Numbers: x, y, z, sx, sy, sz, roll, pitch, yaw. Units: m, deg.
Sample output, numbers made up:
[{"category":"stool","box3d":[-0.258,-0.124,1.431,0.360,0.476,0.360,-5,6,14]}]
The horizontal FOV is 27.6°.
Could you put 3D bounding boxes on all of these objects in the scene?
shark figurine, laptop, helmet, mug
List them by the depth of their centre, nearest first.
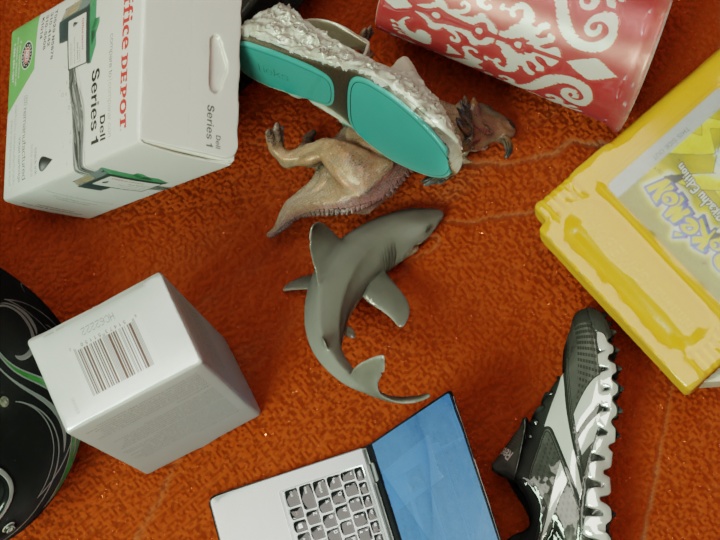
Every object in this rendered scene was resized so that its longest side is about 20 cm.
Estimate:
[{"category":"laptop","box3d":[0.000,0.211,1.014,0.199,0.116,0.188,-18,73,2]},{"category":"helmet","box3d":[-0.291,0.100,1.044,0.199,0.191,0.200,-12,41,10]},{"category":"shark figurine","box3d":[-0.015,0.013,1.049,0.128,0.090,0.215,-8,37,15]},{"category":"mug","box3d":[0.124,-0.203,1.108,0.199,0.178,0.134,19,107,3]}]

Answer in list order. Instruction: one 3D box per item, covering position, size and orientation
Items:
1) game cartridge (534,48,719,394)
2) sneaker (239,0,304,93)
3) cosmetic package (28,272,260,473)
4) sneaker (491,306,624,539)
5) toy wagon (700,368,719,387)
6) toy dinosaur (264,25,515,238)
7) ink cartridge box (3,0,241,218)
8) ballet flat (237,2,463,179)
[{"category":"game cartridge","box3d":[0.250,-0.039,1.056,0.200,0.032,0.176,-40,74,-7]},{"category":"sneaker","box3d":[-0.118,-0.214,1.173,0.114,0.076,0.200,42,100,38]},{"category":"cosmetic package","box3d":[-0.145,0.077,1.025,0.101,0.200,0.071,-27,73,-1]},{"category":"sneaker","box3d":[0.140,0.122,1.047,0.090,0.066,0.201,3,77,5]},{"category":"toy wagon","box3d":[0.293,-0.008,1.079,0.155,0.040,0.200,41,82,15]},{"category":"toy dinosaur","box3d":[0.016,-0.086,1.108,0.135,0.086,0.200,42,81,18]},{"category":"ink cartridge box","box3d":[-0.180,-0.133,1.089,0.200,0.084,0.147,-16,70,48]},{"category":"ballet flat","box3d":[-0.001,-0.140,1.052,0.200,0.072,0.072,31,80,17]}]
